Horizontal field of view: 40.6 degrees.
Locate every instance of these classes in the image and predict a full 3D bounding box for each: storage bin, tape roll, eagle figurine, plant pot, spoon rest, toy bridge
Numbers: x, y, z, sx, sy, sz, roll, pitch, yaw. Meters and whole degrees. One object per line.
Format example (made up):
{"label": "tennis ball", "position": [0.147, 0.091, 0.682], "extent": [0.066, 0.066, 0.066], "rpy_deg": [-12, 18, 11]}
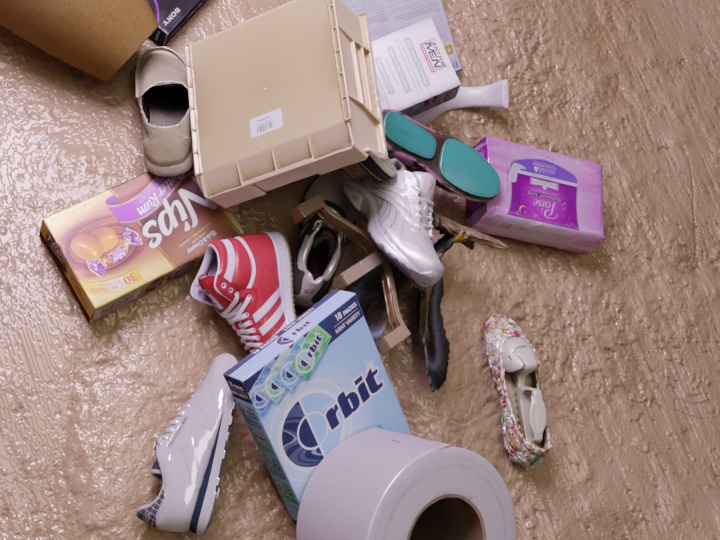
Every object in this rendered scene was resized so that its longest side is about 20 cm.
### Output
{"label": "storage bin", "position": [-0.085, -0.186, 1.092], "extent": [0.094, 0.197, 0.202], "rpy_deg": [30, 48, -61]}
{"label": "tape roll", "position": [0.049, 0.281, 1.039], "extent": [0.200, 0.138, 0.206], "rpy_deg": [0, 90, -34]}
{"label": "eagle figurine", "position": [0.066, 0.024, 1.198], "extent": [0.151, 0.150, 0.202], "rpy_deg": [26, 93, 30]}
{"label": "plant pot", "position": [-0.334, -0.320, 1.106], "extent": [0.200, 0.185, 0.187], "rpy_deg": [45, 59, -19]}
{"label": "spoon rest", "position": [0.103, -0.237, 1.327], "extent": [0.197, 0.061, 0.101], "rpy_deg": [-3, 95, -19]}
{"label": "toy bridge", "position": [0.000, 0.000, 1.116], "extent": [0.067, 0.027, 0.201], "rpy_deg": [-32, 86, -35]}

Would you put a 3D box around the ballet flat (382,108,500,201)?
{"label": "ballet flat", "position": [0.086, -0.141, 1.233], "extent": [0.198, 0.071, 0.070], "rpy_deg": [24, 70, -25]}

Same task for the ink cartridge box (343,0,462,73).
{"label": "ink cartridge box", "position": [0.030, -0.340, 1.329], "extent": [0.195, 0.043, 0.203], "rpy_deg": [-24, 103, -29]}

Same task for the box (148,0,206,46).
{"label": "box", "position": [-0.282, -0.395, 1.223], "extent": [0.199, 0.036, 0.144], "rpy_deg": [39, 61, -9]}

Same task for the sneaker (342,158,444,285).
{"label": "sneaker", "position": [0.054, -0.068, 1.129], "extent": [0.078, 0.099, 0.201], "rpy_deg": [42, 11, -48]}

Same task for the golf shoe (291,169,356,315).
{"label": "golf shoe", "position": [-0.039, -0.044, 1.179], "extent": [0.076, 0.088, 0.202], "rpy_deg": [22, 63, -14]}

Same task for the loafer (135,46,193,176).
{"label": "loafer", "position": [-0.223, -0.199, 1.132], "extent": [0.074, 0.069, 0.202], "rpy_deg": [-4, 51, -15]}

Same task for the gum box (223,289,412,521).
{"label": "gum box", "position": [-0.041, 0.152, 1.082], "extent": [0.169, 0.044, 0.202], "rpy_deg": [-36, 116, -30]}

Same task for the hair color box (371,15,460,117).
{"label": "hair color box", "position": [0.018, -0.234, 1.243], "extent": [0.198, 0.061, 0.100], "rpy_deg": [-24, 84, -4]}

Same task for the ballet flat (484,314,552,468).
{"label": "ballet flat", "position": [0.207, 0.147, 1.235], "extent": [0.075, 0.064, 0.203], "rpy_deg": [-3, 73, -24]}

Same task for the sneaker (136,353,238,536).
{"label": "sneaker", "position": [-0.179, 0.179, 1.049], "extent": [0.079, 0.077, 0.202], "rpy_deg": [11, 62, 0]}

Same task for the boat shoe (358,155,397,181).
{"label": "boat shoe", "position": [-0.040, -0.160, 1.157], "extent": [0.199, 0.074, 0.066], "rpy_deg": [45, 101, 17]}

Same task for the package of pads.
{"label": "package of pads", "position": [0.240, -0.100, 1.330], "extent": [0.197, 0.076, 0.122], "rpy_deg": [10, 68, -20]}

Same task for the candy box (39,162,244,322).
{"label": "candy box", "position": [-0.245, -0.041, 1.102], "extent": [0.199, 0.056, 0.118], "rpy_deg": [-29, 84, -28]}

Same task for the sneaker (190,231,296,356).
{"label": "sneaker", "position": [-0.128, 0.059, 1.094], "extent": [0.111, 0.071, 0.203], "rpy_deg": [-4, 82, -36]}
